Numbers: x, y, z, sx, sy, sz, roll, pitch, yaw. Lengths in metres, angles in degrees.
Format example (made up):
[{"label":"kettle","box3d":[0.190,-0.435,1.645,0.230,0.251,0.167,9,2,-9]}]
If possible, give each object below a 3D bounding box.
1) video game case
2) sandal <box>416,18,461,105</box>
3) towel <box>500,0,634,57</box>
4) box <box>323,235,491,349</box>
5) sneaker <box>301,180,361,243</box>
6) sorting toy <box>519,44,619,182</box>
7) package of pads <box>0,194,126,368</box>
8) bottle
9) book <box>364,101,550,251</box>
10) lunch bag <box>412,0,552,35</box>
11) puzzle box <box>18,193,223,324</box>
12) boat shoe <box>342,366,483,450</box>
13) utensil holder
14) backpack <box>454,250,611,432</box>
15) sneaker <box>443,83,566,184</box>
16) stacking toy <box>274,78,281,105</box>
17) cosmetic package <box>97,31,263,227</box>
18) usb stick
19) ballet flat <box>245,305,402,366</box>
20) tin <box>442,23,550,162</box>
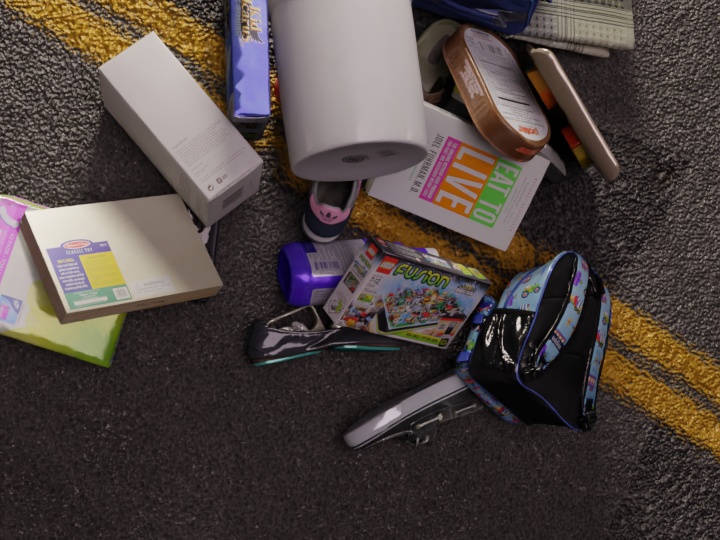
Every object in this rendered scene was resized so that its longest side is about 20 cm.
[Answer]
[{"label":"video game case","box3d":[-0.134,-0.262,1.384,0.045,0.181,0.201,-2,88,-9]},{"label":"sandal","box3d":[0.076,-0.242,1.521,0.080,0.057,0.201,32,78,-15]},{"label":"towel","box3d":[0.276,-0.388,1.603,0.199,0.035,0.193,5,76,-17]},{"label":"box","box3d":[0.059,0.030,1.450,0.200,0.035,0.110,15,116,-43]},{"label":"sneaker","box3d":[-0.020,-0.135,1.455,0.070,0.082,0.201,13,67,-9]},{"label":"sorting toy","box3d":[0.256,-0.200,1.514,0.036,0.200,0.185,-31,98,6]},{"label":"package of pads","box3d":[-0.358,0.008,1.358,0.199,0.068,0.155,21,81,-20]},{"label":"bottle","box3d":[0.000,0.000,1.473,0.199,0.084,0.065,-4,129,-20]},{"label":"book","box3d":[0.123,-0.123,1.509,0.199,0.048,0.134,21,109,-16]},{"label":"lunch bag","box3d":[0.148,-0.376,1.490,0.199,0.136,0.133,18,79,5]},{"label":"puzzle box","box3d":[-0.266,-0.017,1.330,0.199,0.025,0.133,-10,64,-39]},{"label":"boat shoe","box3d":[0.075,0.187,1.496,0.199,0.072,0.071,-24,91,-20]},{"label":"utensil holder","box3d":[-0.014,-0.217,1.345,0.169,0.170,0.201,-3,80,-19]},{"label":"backpack","box3d":[0.230,0.080,1.505,0.182,0.134,0.201,39,63,-39]},{"label":"sneaker","box3d":[0.181,-0.165,1.557,0.200,0.075,0.085,33,103,-20]},{"label":"stacking toy","box3d":[-0.039,-0.284,1.481,0.085,0.085,0.200,38,83,-13]},{"label":"cosmetic package","box3d":[-0.208,-0.160,1.371,0.085,0.108,0.200,-38,85,-15]},{"label":"usb stick","box3d":[-0.196,-0.061,1.436,0.055,0.033,0.201,7,86,-11]},{"label":"ballet flat","box3d":[-0.044,0.074,1.464,0.199,0.073,0.073,-5,89,-17]},{"label":"tin","box3d":[0.170,-0.225,1.482,0.112,0.042,0.201,2,56,-39]}]
